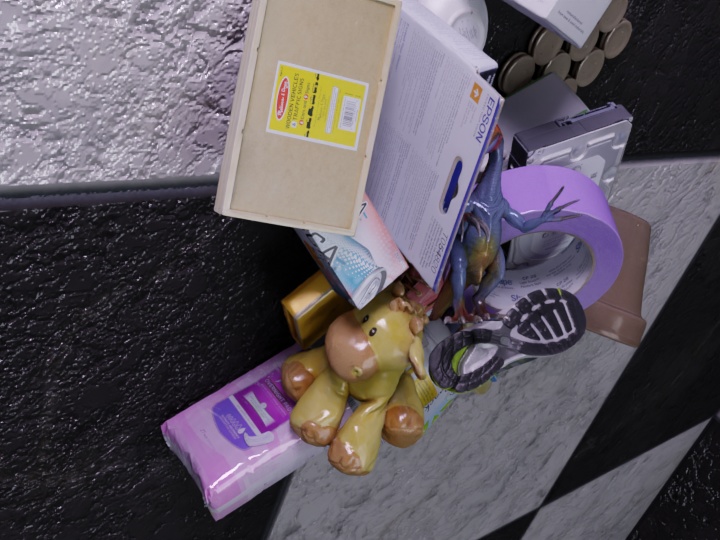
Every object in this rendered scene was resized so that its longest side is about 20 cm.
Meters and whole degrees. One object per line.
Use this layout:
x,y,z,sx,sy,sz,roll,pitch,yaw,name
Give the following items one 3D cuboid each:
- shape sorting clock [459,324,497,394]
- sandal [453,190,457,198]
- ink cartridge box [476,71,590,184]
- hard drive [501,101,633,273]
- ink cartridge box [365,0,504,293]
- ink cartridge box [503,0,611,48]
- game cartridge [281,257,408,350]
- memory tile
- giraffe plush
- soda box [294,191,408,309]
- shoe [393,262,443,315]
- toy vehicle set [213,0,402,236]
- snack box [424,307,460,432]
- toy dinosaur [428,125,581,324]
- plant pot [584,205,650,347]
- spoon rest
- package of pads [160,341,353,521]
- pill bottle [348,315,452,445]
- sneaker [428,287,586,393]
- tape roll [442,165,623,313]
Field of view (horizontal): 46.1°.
0.166,0.064,1.144,0.199,0.038,0.206,4,90,-71,shape sorting clock
0.089,-0.119,0.930,0.054,0.080,0.202,-36,141,-12,sandal
0.198,-0.114,1.025,0.143,0.085,0.201,-29,144,-5,ink cartridge box
0.227,-0.088,0.972,0.137,0.038,0.202,-19,141,-17,hard drive
0.059,-0.119,0.781,0.040,0.201,0.203,-7,132,-30,ink cartridge box
0.188,-0.332,0.757,0.083,0.145,0.202,11,117,-49,ink cartridge box
0.000,0.000,0.940,0.199,0.033,0.177,-41,169,-11,game cartridge
0.246,-0.258,1.011,0.200,0.017,0.153,-45,146,-1,memory tile
0.015,0.092,0.892,0.200,0.172,0.163,-44,165,-27,giraffe plush
-0.036,-0.066,0.780,0.068,0.063,0.202,-38,116,-11,soda box
0.060,0.021,1.050,0.198,0.071,0.092,-26,141,-36,shoe
-0.043,-0.138,0.706,0.122,0.026,0.205,9,98,-26,toy vehicle set
0.108,0.144,1.237,0.201,0.053,0.142,-50,147,2,snack box
0.104,-0.042,0.812,0.103,0.198,0.187,0,88,-37,toy dinosaur
0.346,-0.004,1.257,0.199,0.198,0.178,16,94,-53,plant pot
0.101,-0.201,0.872,0.098,0.060,0.203,-33,126,-18,spoon rest
-0.115,0.181,0.971,0.198,0.121,0.077,-29,143,-23,package of pads
0.037,0.146,1.108,0.199,0.112,0.113,-39,146,-10,pill bottle
0.156,0.076,0.932,0.196,0.075,0.081,-19,174,-13,sneaker
0.185,-0.020,0.936,0.195,0.067,0.202,-4,139,-3,tape roll
